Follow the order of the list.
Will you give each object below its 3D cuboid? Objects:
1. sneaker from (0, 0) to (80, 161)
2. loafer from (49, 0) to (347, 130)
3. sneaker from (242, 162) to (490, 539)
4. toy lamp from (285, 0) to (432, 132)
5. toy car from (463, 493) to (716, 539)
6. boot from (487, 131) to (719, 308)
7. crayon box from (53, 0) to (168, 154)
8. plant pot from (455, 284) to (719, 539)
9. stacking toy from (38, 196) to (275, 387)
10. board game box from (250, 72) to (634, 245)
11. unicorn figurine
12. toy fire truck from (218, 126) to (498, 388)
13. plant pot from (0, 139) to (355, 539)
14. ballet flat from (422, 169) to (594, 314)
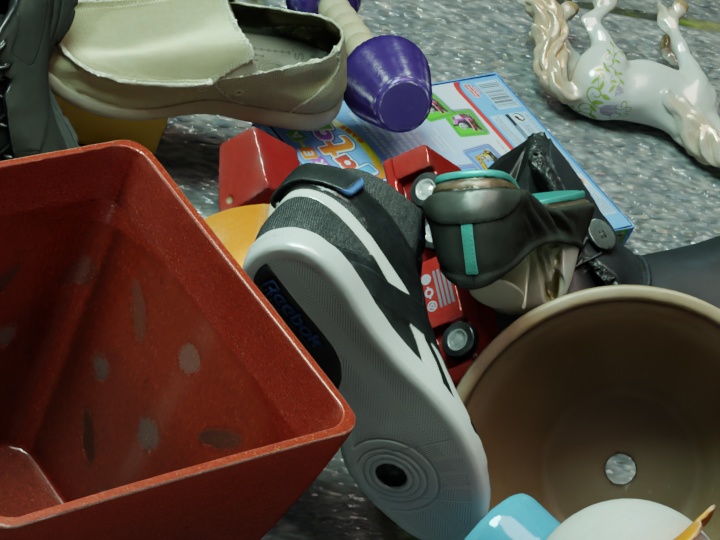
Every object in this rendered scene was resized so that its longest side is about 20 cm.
[{"bbox_3d":[-0.198,-0.098,1.395,0.075,0.201,0.091,-5,-4,16],"label":"sneaker"},{"bbox_3d":[-0.095,-0.130,1.485,0.199,0.068,0.076,3,47,-27],"label":"loafer"},{"bbox_3d":[0.021,0.031,1.295,0.201,0.073,0.112,60,33,-27],"label":"sneaker"},{"bbox_3d":[0.002,-0.138,1.596,0.058,0.059,0.200,10,24,-20],"label":"toy lamp"},{"bbox_3d":[0.104,0.176,1.190,0.177,0.200,0.184,-35,69,-29],"label":"toy car"},{"bbox_3d":[0.154,-0.017,1.531,0.168,0.076,0.200,51,45,-4],"label":"boot"},{"bbox_3d":[-0.182,-0.135,1.540,0.126,0.051,0.201,9,41,-22],"label":"crayon box"},{"bbox_3d":[0.138,0.108,1.365,0.200,0.202,0.093,27,1,2],"label":"plant pot"},{"bbox_3d":[-0.128,0.025,1.344,0.199,0.147,0.147,6,39,0],"label":"stacking toy"},{"bbox_3d":[0.049,-0.050,1.582,0.199,0.037,0.151,-11,51,-39],"label":"board game box"},{"bbox_3d":[0.204,-0.127,1.743,0.199,0.074,0.138,0,52,-9],"label":"unicorn figurine"},{"bbox_3d":[0.000,0.000,1.443,0.049,0.140,0.201,27,46,-55],"label":"toy fire truck"},{"bbox_3d":[-0.156,0.082,1.197,0.199,0.177,0.200,-13,52,-38],"label":"plant pot"},{"bbox_3d":[0.077,-0.012,1.361,0.068,0.069,0.200,-7,-4,21],"label":"ballet flat"}]
